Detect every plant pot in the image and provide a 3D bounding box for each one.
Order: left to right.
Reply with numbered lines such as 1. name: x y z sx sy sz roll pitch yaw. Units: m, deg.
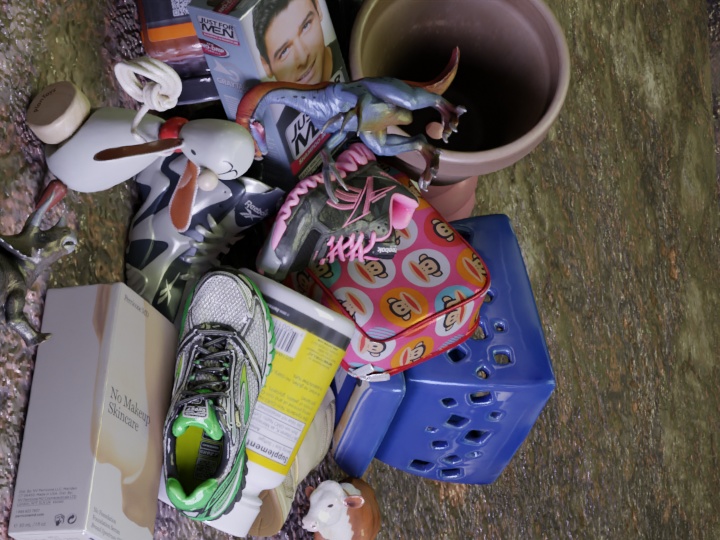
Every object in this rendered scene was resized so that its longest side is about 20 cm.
1. plant pot: 0.057 0.081 1.880 0.200 0.178 0.201 113 -31 -53
2. plant pot: 0.078 -0.159 1.799 0.175 0.198 0.202 111 -17 -70

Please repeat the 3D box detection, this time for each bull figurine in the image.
1. bull figurine: -0.017 0.251 1.864 0.200 0.065 0.123 -12 108 -81

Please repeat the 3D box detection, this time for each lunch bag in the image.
1. lunch bag: 0.000 0.000 1.756 0.175 0.200 0.082 -24 148 -28

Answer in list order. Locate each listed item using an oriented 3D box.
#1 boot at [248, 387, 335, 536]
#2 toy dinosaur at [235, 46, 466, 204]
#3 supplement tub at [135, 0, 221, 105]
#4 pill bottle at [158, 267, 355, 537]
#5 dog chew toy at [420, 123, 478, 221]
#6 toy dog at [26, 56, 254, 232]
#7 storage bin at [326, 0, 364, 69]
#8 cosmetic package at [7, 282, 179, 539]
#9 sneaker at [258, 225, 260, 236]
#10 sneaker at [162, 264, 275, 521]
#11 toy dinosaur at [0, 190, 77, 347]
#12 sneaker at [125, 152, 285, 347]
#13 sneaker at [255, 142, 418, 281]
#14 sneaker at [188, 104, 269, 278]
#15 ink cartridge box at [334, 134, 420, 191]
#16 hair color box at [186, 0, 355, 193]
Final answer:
1. boot: -0.082 0.118 1.777 0.156 0.072 0.201 -49 131 -58
2. toy dinosaur: -0.014 -0.128 1.633 0.201 0.180 0.105 -86 -161 -54
3. supplement tub: -0.144 -0.247 1.681 0.107 0.106 0.202 -26 110 -65
4. pill bottle: -0.095 0.110 1.625 0.201 0.114 0.114 -64 151 -2
5. dog chew toy: 0.073 -0.113 2.141 0.200 0.123 0.125 62 31 -57
6. toy dog: -0.182 -0.080 1.492 0.132 0.199 0.097 35 67 -28
7. storage bin: -0.063 -0.274 1.830 0.094 0.134 0.202 -5 89 -66
8. cosmetic package: -0.202 0.121 1.503 0.105 0.071 0.202 44 46 -57
9. sneaker: -0.040 -0.037 1.878 0.200 0.098 0.071 -34 118 -62
10. sneaker: -0.112 0.096 1.528 0.085 0.077 0.202 53 41 -82
11. toy dinosaur: -0.277 0.017 1.381 0.200 0.077 0.103 -24 95 -60
12. sneaker: -0.123 -0.031 1.647 0.079 0.129 0.201 29 58 -60
13. sneaker: -0.014 -0.038 1.674 0.200 0.095 0.079 -43 168 -51
14. sneaker: -0.125 -0.045 1.750 0.088 0.075 0.202 107 -23 -73
15. ink cartridge box: -0.008 -0.122 1.971 0.039 0.099 0.201 -63 140 -49
16. hair color box: -0.069 -0.171 1.654 0.099 0.060 0.201 -51 142 -29
